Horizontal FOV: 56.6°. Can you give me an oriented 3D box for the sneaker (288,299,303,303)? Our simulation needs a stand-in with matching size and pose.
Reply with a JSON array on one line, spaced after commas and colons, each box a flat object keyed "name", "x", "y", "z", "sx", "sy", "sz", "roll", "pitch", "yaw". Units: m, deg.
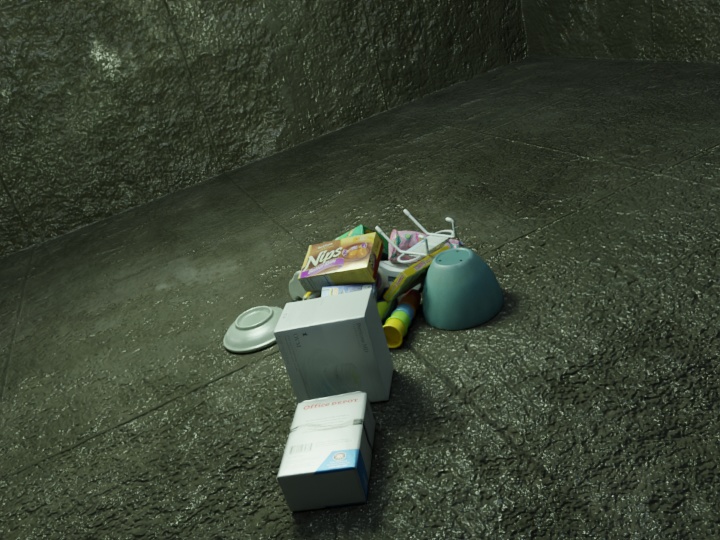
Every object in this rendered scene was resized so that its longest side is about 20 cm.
[{"name": "sneaker", "x": -0.129, "y": 0.170, "z": 1.605, "sx": 0.069, "sy": 0.095, "sz": 0.202, "roll": -14, "pitch": 50, "yaw": -19}]

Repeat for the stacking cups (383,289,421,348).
[{"name": "stacking cups", "x": 0.101, "y": 0.111, "z": 1.599, "sx": 0.059, "sy": 0.062, "sz": 0.200, "roll": -5, "pitch": 22, "yaw": 24}]

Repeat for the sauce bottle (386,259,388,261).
[{"name": "sauce bottle", "x": 0.009, "y": -0.030, "z": 1.938, "sx": 0.065, "sy": 0.067, "sz": 0.198, "roll": -31, "pitch": 25, "yaw": -30}]

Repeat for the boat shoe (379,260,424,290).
[{"name": "boat shoe", "x": 0.083, "y": 0.011, "z": 1.789, "sx": 0.196, "sy": 0.075, "sz": 0.065, "roll": 18, "pitch": 23, "yaw": 23}]

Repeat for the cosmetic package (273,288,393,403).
[{"name": "cosmetic package", "x": -0.050, "y": 0.167, "z": 1.387, "sx": 0.195, "sy": 0.203, "sz": 0.124, "roll": -11, "pitch": 24, "yaw": 13}]

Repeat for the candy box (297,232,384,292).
[{"name": "candy box", "x": -0.048, "y": -0.019, "z": 1.640, "sx": 0.196, "sy": 0.057, "sz": 0.118, "roll": -8, "pitch": 45, "yaw": 27}]

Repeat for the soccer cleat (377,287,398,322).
[{"name": "soccer cleat", "x": 0.019, "y": 0.112, "z": 1.601, "sx": 0.064, "sy": 0.085, "sz": 0.199, "roll": 7, "pitch": 33, "yaw": 41}]

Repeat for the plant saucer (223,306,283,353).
[{"name": "plant saucer", "x": -0.276, "y": 0.143, "z": 1.773, "sx": 0.195, "sy": 0.051, "sz": 0.201, "roll": -14, "pitch": 24, "yaw": 6}]

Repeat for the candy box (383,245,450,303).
[{"name": "candy box", "x": 0.142, "y": 0.007, "z": 1.638, "sx": 0.198, "sy": 0.027, "sz": 0.103, "roll": -28, "pitch": -18, "yaw": -45}]

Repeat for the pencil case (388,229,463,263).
[{"name": "pencil case", "x": 0.171, "y": -0.053, "z": 1.775, "sx": 0.195, "sy": 0.089, "sz": 0.088, "roll": 11, "pitch": 24, "yaw": -6}]

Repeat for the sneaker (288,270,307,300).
[{"name": "sneaker", "x": -0.124, "y": 0.031, "z": 1.821, "sx": 0.112, "sy": 0.075, "sz": 0.200, "roll": -11, "pitch": -1, "yaw": -18}]

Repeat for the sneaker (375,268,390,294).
[{"name": "sneaker", "x": 0.000, "y": 0.000, "z": 1.721, "sx": 0.075, "sy": 0.099, "sz": 0.200, "roll": -50, "pitch": 59, "yaw": 8}]

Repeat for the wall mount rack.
[{"name": "wall mount rack", "x": 0.143, "y": -0.093, "z": 1.704, "sx": 0.172, "sy": 0.076, "sz": 0.198, "roll": 11, "pitch": 33, "yaw": 45}]

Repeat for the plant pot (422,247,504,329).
[{"name": "plant pot", "x": 0.232, "y": 0.027, "z": 1.581, "sx": 0.195, "sy": 0.138, "sz": 0.201, "roll": -13, "pitch": 24, "yaw": 6}]

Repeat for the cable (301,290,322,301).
[{"name": "cable", "x": -0.069, "y": 0.034, "z": 1.700, "sx": 0.095, "sy": 0.051, "sz": 0.201, "roll": 2, "pitch": 39, "yaw": 37}]

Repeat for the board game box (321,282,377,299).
[{"name": "board game box", "x": -0.031, "y": 0.124, "z": 1.540, "sx": 0.132, "sy": 0.035, "sz": 0.204, "roll": -5, "pitch": 52, "yaw": 12}]

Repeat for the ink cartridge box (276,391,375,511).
[{"name": "ink cartridge box", "x": -0.055, "y": 0.322, "z": 1.205, "sx": 0.141, "sy": 0.086, "sz": 0.201, "roll": -11, "pitch": 26, "yaw": 12}]

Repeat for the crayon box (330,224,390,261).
[{"name": "crayon box", "x": -0.024, "y": -0.045, "z": 1.839, "sx": 0.198, "sy": 0.117, "sz": 0.060, "roll": -26, "pitch": 56, "yaw": 37}]
